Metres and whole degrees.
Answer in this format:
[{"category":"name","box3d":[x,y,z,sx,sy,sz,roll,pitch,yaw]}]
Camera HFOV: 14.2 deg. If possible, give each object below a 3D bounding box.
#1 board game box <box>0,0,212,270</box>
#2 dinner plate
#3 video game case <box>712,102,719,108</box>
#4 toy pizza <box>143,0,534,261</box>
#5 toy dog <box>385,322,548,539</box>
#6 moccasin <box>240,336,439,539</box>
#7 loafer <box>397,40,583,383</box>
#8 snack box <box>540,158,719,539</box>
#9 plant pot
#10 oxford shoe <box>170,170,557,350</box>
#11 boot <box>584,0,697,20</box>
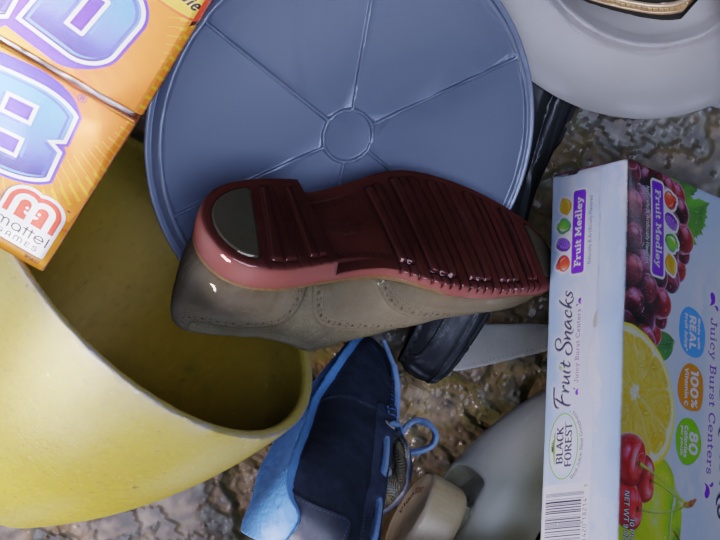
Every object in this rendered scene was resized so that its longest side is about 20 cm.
[{"category":"board game box","box3d":[-0.161,-0.169,1.293,0.199,0.200,0.200,29,126,-9]},{"category":"dinner plate","box3d":[0.143,-0.177,1.445,0.199,0.024,0.202,0,89,-11]},{"category":"video game case","box3d":[0.242,-0.176,1.504,0.181,0.024,0.201,10,98,-12]},{"category":"toy pizza","box3d":[-0.011,-0.068,1.395,0.199,0.032,0.202,-6,108,-19]},{"category":"toy dog","box3d":[0.085,0.089,1.500,0.200,0.096,0.132,-43,102,-16]},{"category":"moccasin","box3d":[-0.010,0.099,1.419,0.068,0.200,0.081,34,118,-5]},{"category":"loafer","box3d":[0.055,-0.043,1.472,0.070,0.068,0.202,21,90,-5]},{"category":"snack box","box3d":[0.151,0.061,1.413,0.142,0.053,0.201,19,69,-47]},{"category":"plant pot","box3d":[-0.143,0.043,1.399,0.200,0.200,0.142,39,115,-14]},{"category":"oxford shoe","box3d":[0.000,0.000,1.378,0.199,0.071,0.075,5,138,-29]},{"category":"boot","box3d":[0.076,-0.200,1.352,0.200,0.138,0.078,36,89,15]}]
